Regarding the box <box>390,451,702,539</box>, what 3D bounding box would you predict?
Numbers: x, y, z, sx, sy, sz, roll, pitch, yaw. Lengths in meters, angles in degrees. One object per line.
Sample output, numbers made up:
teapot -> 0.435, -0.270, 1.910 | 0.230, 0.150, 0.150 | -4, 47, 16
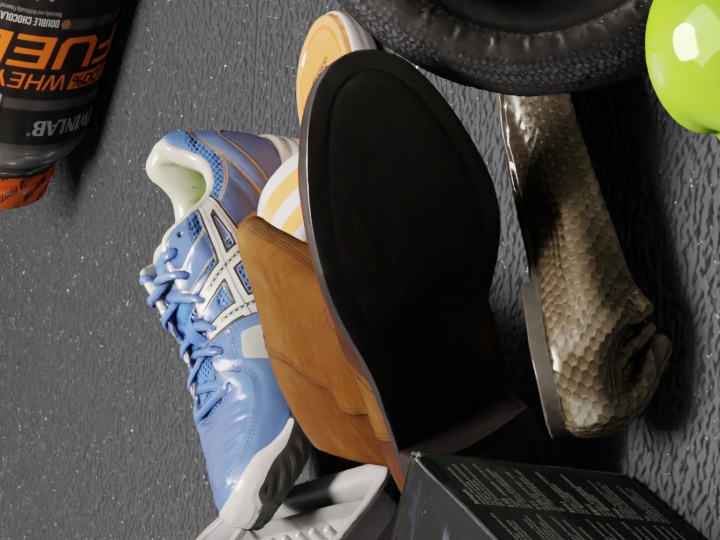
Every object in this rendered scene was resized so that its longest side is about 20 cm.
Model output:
box -> 0.069, 0.169, 0.870 | 0.200, 0.086, 0.164 | -137, 58, -63

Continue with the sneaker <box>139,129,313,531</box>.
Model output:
sneaker -> -0.058, 0.023, 1.205 | 0.076, 0.077, 0.200 | 125, 152, -45

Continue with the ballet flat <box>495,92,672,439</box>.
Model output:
ballet flat -> 0.075, -0.030, 0.975 | 0.067, 0.046, 0.200 | 67, -166, -51

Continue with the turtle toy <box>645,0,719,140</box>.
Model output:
turtle toy -> 0.112, -0.133, 0.812 | 0.101, 0.145, 0.201 | 95, 174, -68

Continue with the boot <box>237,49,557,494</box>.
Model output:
boot -> 0.000, 0.000, 1.025 | 0.189, 0.068, 0.200 | 64, 168, -18

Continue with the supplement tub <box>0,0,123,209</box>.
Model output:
supplement tub -> -0.196, -0.143, 1.550 | 0.123, 0.122, 0.200 | -118, 40, -54

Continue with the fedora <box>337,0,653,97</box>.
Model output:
fedora -> 0.062, -0.163, 0.947 | 0.092, 0.200, 0.201 | -36, -39, -71

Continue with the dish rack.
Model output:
dish rack -> -0.058, 0.160, 1.152 | 0.172, 0.044, 0.200 | -49, 10, -24

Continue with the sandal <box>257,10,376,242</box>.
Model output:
sandal -> -0.018, -0.031, 1.170 | 0.207, 0.059, 0.079 | -107, 32, -44
